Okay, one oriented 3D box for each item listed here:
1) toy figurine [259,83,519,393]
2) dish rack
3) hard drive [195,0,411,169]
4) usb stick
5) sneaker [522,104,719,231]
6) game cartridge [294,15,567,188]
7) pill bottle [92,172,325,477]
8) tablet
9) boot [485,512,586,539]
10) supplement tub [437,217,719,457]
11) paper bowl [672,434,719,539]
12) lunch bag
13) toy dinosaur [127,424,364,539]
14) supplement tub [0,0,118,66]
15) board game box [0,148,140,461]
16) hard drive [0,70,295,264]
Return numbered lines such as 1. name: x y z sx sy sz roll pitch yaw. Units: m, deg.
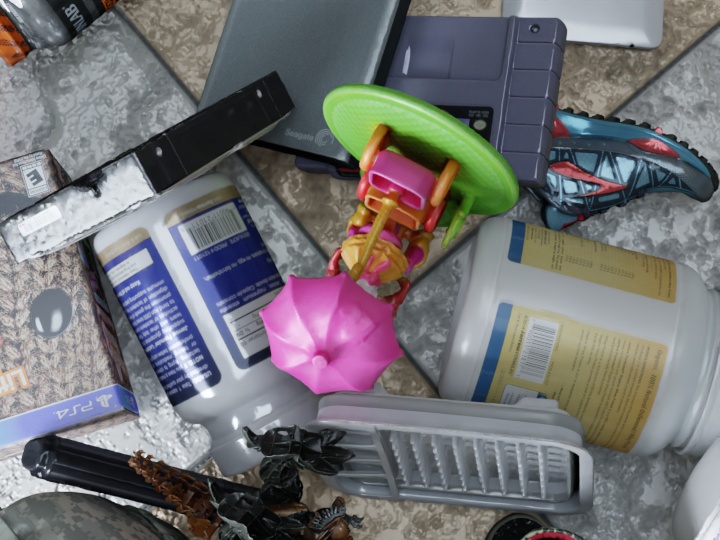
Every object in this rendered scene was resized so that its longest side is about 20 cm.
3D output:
1. toy figurine: 0.000 0.000 1.070 0.149 0.200 0.185 27 74 4
2. dish rack: 0.066 0.124 1.100 0.198 0.172 0.044 5 65 10
3. hard drive: -0.036 -0.187 1.191 0.139 0.033 0.201 15 85 25
4. usb stick: -0.143 0.154 1.115 0.199 0.055 0.033 19 80 -27
5. sneaker: 0.171 -0.069 1.193 0.199 0.079 0.096 14 87 11
6. game cartridge: 0.050 -0.128 1.176 0.199 0.038 0.131 5 76 24
7. pill bottle: -0.103 0.041 1.138 0.115 0.116 0.201 -27 90 -5
8. tablet: 0.182 -0.279 1.250 0.129 0.014 0.202 4 82 -1
9. boot: 0.169 0.256 1.095 0.073 0.154 0.204 -41 84 -7
10. supplement tub: 0.166 0.052 1.131 0.199 0.145 0.146 15 81 1
11. paper bowl: 0.298 0.167 1.095 0.201 0.201 0.104 -45 57 -7
12. lunch bag: -0.162 0.245 1.052 0.140 0.168 0.200 -49 54 -5
13. toy dinosaur: -0.064 0.178 1.053 0.199 0.136 0.103 9 53 -6
14. supplement tub: -0.220 -0.255 1.183 0.200 0.123 0.123 -42 84 -6
15. board game box: -0.270 0.035 1.149 0.158 0.097 0.201 -18 82 -4
16. hard drive: -0.146 -0.074 1.099 0.139 0.200 0.038 -23 101 31
